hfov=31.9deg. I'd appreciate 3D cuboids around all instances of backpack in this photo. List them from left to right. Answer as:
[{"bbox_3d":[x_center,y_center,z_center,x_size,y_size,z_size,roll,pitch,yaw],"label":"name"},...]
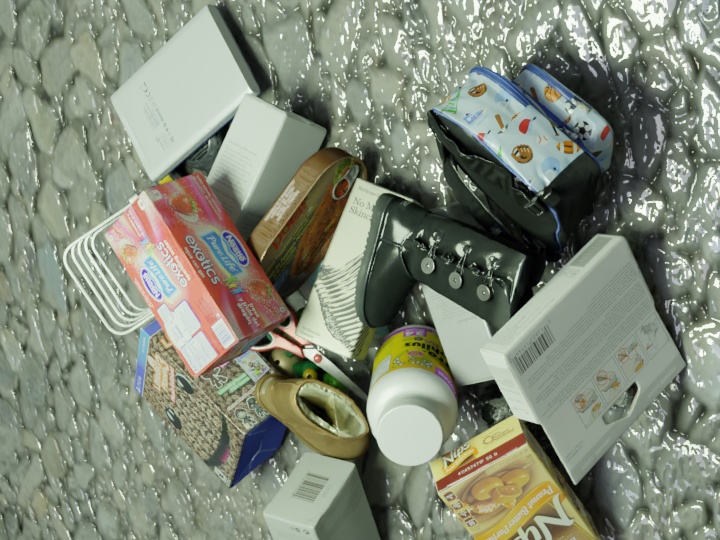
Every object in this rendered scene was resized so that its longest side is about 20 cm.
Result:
[{"bbox_3d":[0.166,-0.128,1.325,0.190,0.200,0.154,37,78,16],"label":"backpack"}]

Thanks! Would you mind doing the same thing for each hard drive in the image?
[{"bbox_3d":[-0.226,-0.224,1.612,0.199,0.025,0.133,-36,76,30],"label":"hard drive"}]

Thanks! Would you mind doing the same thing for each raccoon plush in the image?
[{"bbox_3d":[0.216,0.198,1.443,0.199,0.097,0.135,-2,110,33],"label":"raccoon plush"}]

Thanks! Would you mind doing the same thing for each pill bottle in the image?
[{"bbox_3d":[0.061,0.144,1.447,0.103,0.200,0.105,1,110,4],"label":"pill bottle"}]

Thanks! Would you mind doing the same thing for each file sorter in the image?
[{"bbox_3d":[-0.282,-0.013,1.607,0.124,0.200,0.139,-33,97,2],"label":"file sorter"}]

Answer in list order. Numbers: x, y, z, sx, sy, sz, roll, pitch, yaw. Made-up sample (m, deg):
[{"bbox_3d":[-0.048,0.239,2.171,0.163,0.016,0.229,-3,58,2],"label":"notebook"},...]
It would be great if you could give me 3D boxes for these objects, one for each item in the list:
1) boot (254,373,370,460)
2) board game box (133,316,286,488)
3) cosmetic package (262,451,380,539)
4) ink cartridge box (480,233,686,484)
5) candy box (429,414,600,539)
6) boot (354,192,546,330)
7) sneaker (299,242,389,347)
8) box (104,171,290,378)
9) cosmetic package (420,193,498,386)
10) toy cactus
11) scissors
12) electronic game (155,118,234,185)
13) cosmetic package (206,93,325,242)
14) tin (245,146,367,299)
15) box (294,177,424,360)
[{"bbox_3d":[-0.035,0.180,1.489,0.174,0.067,0.200,29,168,-17],"label":"boot"},{"bbox_3d":[-0.194,0.157,1.658,0.200,0.097,0.160,43,147,17],"label":"board game box"},{"bbox_3d":[-0.039,0.341,1.589,0.081,0.113,0.201,10,132,30],"label":"cosmetic package"},{"bbox_3d":[0.237,0.091,1.322,0.045,0.200,0.177,9,135,56],"label":"ink cartridge box"},{"bbox_3d":[0.177,0.265,1.420,0.115,0.055,0.200,-31,122,11],"label":"candy box"},{"bbox_3d":[0.094,0.022,1.364,0.199,0.065,0.166,23,122,28],"label":"boot"},{"bbox_3d":[-0.028,0.005,1.557,0.200,0.074,0.082,46,125,13],"label":"sneaker"},{"bbox_3d":[-0.186,0.005,1.433,0.103,0.094,0.201,-40,81,40],"label":"box"},{"bbox_3d":[0.126,0.021,1.444,0.074,0.101,0.202,-17,92,36],"label":"cosmetic package"},{"bbox_3d":[-0.084,0.092,1.621,0.200,0.102,0.166,41,140,15],"label":"toy cactus"},{"bbox_3d":[-0.059,0.094,1.540,0.199,0.014,0.074,25,97,9],"label":"scissors"},{"bbox_3d":[-0.210,-0.171,1.648,0.199,0.042,0.202,10,108,32],"label":"electronic game"},{"bbox_3d":[-0.130,-0.102,1.534,0.074,0.101,0.201,27,95,28],"label":"cosmetic package"},{"bbox_3d":[-0.068,-0.056,1.493,0.042,0.112,0.201,34,84,26],"label":"tin"},{"bbox_3d":[0.000,0.000,1.491,0.082,0.068,0.202,21,90,17],"label":"box"}]
